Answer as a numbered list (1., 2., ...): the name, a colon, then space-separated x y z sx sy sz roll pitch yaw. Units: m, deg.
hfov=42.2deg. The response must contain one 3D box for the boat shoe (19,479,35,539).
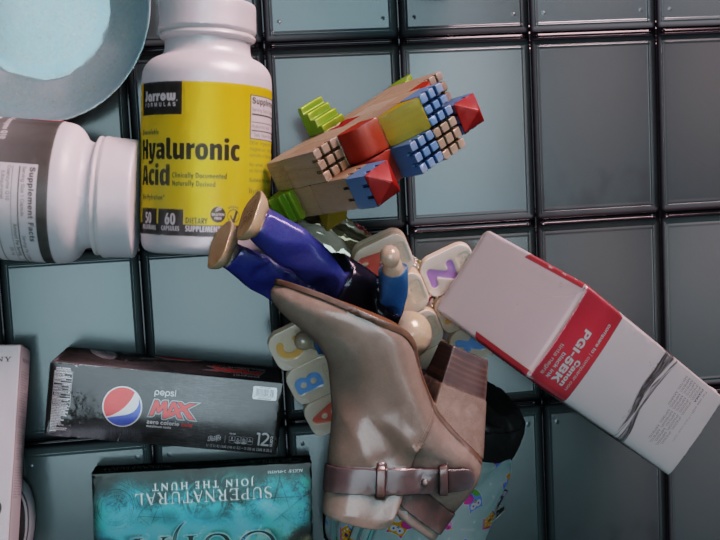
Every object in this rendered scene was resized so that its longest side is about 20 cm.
1. boat shoe: -0.340 0.277 0.808 0.067 0.057 0.204 22 92 -8

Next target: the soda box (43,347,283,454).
1. soda box: -0.166 0.112 0.808 0.195 0.071 0.065 7 95 -7

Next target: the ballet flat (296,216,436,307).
1. ballet flat: 0.000 0.000 0.824 0.197 0.064 0.077 28 90 -9

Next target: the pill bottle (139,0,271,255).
1. pill bottle: -0.128 -0.117 0.776 0.108 0.111 0.205 1 94 -7

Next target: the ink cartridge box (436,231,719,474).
1. ink cartridge box: 0.181 0.069 0.777 0.198 0.147 0.084 34 92 -31

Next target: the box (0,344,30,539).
1. box: -0.357 0.164 0.780 0.141 0.036 0.205 0 76 -7

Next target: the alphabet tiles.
1. alphabet tiles: 0.025 0.064 0.814 0.192 0.015 0.203 -24 120 1

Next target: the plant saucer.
1. plant saucer: -0.274 -0.226 0.787 0.196 0.039 0.206 0 94 -7

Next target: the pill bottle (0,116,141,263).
1. pill bottle: -0.281 -0.066 0.760 0.195 0.114 0.117 3 94 -7

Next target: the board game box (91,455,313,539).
1. board game box: -0.140 0.242 0.844 0.195 0.028 0.139 -2 94 -7

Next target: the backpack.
1. backpack: 0.042 0.192 0.800 0.164 0.127 0.204 16 107 -18

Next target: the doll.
1. doll: -0.018 0.016 0.738 0.198 0.049 0.136 33 127 -26

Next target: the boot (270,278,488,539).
1. boot: 0.004 0.109 0.685 0.196 0.070 0.149 22 88 -7

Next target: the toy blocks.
1. toy blocks: 0.022 -0.104 0.745 0.199 0.136 0.101 -36 108 -31
